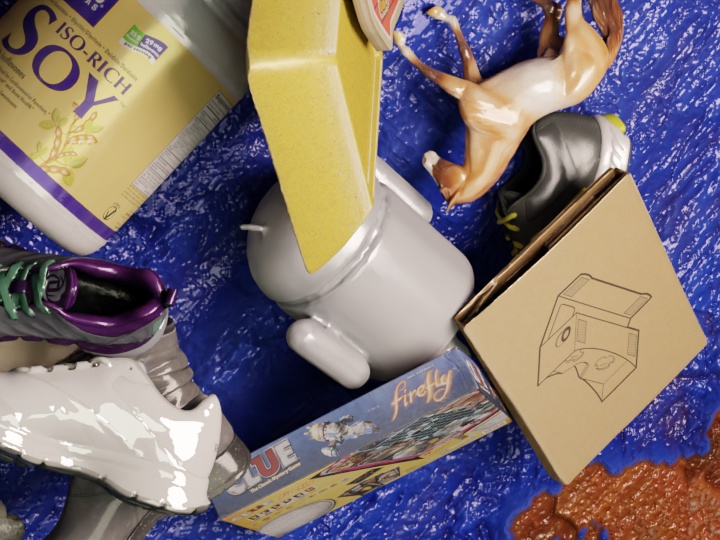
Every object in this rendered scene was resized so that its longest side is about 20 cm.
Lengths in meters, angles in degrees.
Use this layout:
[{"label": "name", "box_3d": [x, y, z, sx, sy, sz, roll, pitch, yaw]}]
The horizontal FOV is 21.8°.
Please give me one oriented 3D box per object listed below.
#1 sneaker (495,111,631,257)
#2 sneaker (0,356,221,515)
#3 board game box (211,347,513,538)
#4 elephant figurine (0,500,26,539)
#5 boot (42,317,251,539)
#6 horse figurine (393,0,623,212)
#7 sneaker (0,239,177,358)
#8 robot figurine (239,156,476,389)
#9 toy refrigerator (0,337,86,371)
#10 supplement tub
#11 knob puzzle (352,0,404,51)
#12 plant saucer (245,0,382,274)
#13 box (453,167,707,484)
[{"label": "sneaker", "box_3d": [0.134, -0.026, 1.393, 0.085, 0.074, 0.200, 12, 96, -16]}, {"label": "sneaker", "box_3d": [-0.180, 0.089, 1.173, 0.200, 0.075, 0.087, 21, 79, -18]}, {"label": "board game box", "box_3d": [0.002, 0.125, 1.326, 0.200, 0.035, 0.135, -27, 161, 7]}, {"label": "elephant figurine", "box_3d": [-0.352, 0.187, 1.221, 0.200, 0.155, 0.142, 39, 52, -32]}, {"label": "boot", "box_3d": [-0.183, 0.126, 1.233, 0.200, 0.070, 0.132, -38, 111, -15]}, {"label": "horse figurine", "box_3d": [0.114, -0.147, 1.330, 0.200, 0.050, 0.133, -31, 93, -11]}, {"label": "sneaker", "box_3d": [-0.213, 0.007, 1.148, 0.200, 0.088, 0.075, 4, 74, -14]}, {"label": "robot figurine", "box_3d": [0.000, 0.000, 1.313, 0.200, 0.113, 0.170, 41, 50, -28]}, {"label": "toy refrigerator", "box_3d": [-0.185, 0.077, 1.285, 0.200, 0.076, 0.070, 38, 91, -28]}, {"label": "supplement tub", "box_3d": [-0.159, -0.125, 1.186, 0.200, 0.145, 0.145, -47, 118, -2]}, {"label": "knob puzzle", "box_3d": [0.013, -0.237, 1.194, 0.030, 0.220, 0.220, -3, 112, 10]}, {"label": "plant saucer", "box_3d": [-0.022, -0.133, 1.180, 0.048, 0.200, 0.200, -3, 142, 10]}, {"label": "box", "box_3d": [0.165, 0.045, 1.362, 0.163, 0.021, 0.200, -43, 133, -12]}]
